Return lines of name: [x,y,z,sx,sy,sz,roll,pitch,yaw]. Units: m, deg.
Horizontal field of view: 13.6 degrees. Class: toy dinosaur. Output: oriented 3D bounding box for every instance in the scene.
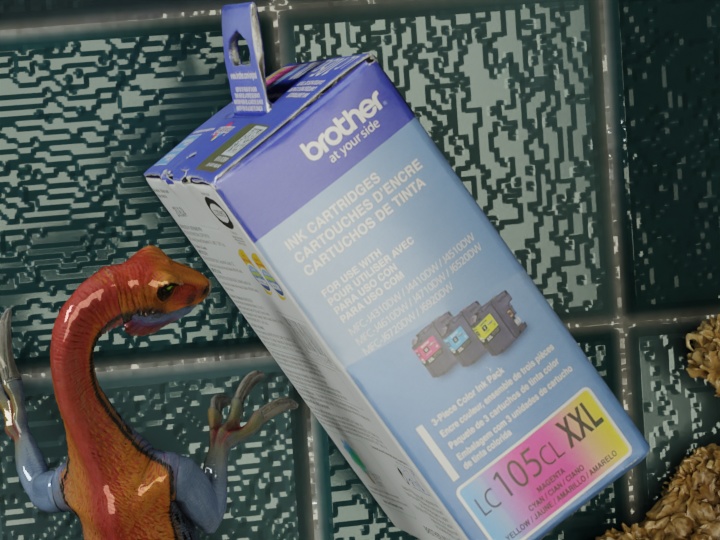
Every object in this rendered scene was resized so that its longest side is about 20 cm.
toy dinosaur: [-0.063,0.087,1.041,0.104,0.201,0.182,-19,142,-1]

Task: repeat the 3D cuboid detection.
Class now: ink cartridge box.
ink cartridge box: [0.000,0.000,1.058,0.076,0.136,0.200,-39,101,-9]

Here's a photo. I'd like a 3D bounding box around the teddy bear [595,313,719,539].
teddy bear: [0.171,0.084,1.147,0.144,0.067,0.201,28,94,-4]
